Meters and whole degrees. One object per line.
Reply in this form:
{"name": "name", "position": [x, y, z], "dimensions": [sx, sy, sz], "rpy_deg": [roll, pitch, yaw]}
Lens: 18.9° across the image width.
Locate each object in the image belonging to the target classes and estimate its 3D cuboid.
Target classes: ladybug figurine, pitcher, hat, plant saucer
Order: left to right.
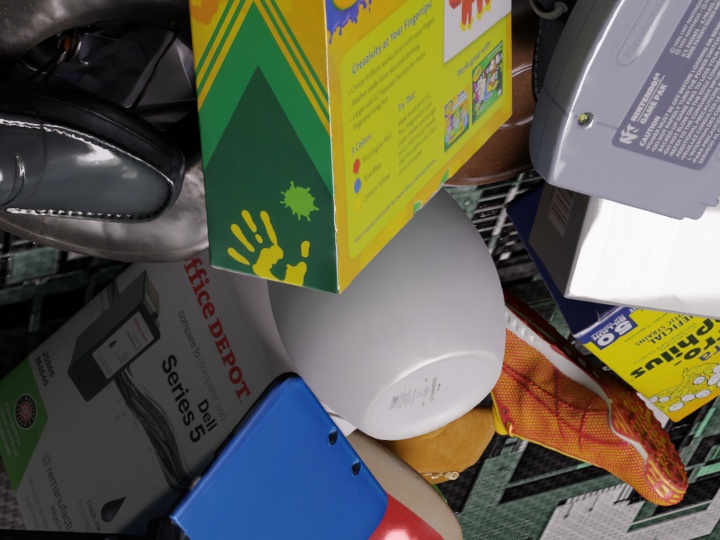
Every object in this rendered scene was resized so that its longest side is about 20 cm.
{"name": "hat", "position": [-0.123, -0.097, 1.065], "dimensions": [0.199, 0.081, 0.202], "rpy_deg": [-7, 132, -8]}
{"name": "ladybug figurine", "position": [-0.025, 0.154, 1.417], "dimensions": [0.072, 0.199, 0.136], "rpy_deg": [-56, 165, -32]}
{"name": "pitcher", "position": [0.000, 0.000, 1.190], "dimensions": [0.120, 0.201, 0.172], "rpy_deg": [-18, 150, -12]}
{"name": "plant saucer", "position": [0.090, -0.111, 1.257], "dimensions": [0.199, 0.032, 0.201], "rpy_deg": [-19, 149, -12]}

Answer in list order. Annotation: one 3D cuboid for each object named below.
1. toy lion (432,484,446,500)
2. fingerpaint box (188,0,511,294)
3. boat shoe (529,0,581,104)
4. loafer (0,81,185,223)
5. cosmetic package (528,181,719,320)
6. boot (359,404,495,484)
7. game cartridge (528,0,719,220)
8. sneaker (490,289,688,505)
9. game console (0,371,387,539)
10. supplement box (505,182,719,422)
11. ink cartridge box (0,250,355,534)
{"name": "toy lion", "position": [-0.030, 0.213, 1.635], "dimensions": [0.192, 0.069, 0.200], "rpy_deg": [-42, 147, 12]}
{"name": "fingerpaint box", "position": [0.000, -0.113, 0.989], "dimensions": [0.200, 0.073, 0.168], "rpy_deg": [-47, 141, -50]}
{"name": "boat shoe", "position": [0.099, -0.164, 1.124], "dimensions": [0.092, 0.075, 0.202], "rpy_deg": [-3, 121, -25]}
{"name": "loafer", "position": [-0.176, -0.052, 0.987], "dimensions": [0.199, 0.071, 0.068], "rpy_deg": [14, 129, -19]}
{"name": "cosmetic package", "position": [0.213, -0.032, 1.266], "dimensions": [0.198, 0.090, 0.108], "rpy_deg": [9, 111, -16]}
{"name": "boot", "position": [0.035, 0.097, 1.483], "dimensions": [0.143, 0.071, 0.201], "rpy_deg": [0, 153, -27]}
{"name": "game cartridge", "position": [0.173, -0.124, 1.117], "dimensions": [0.132, 0.041, 0.201], "rpy_deg": [11, 119, -36]}
{"name": "sneaker", "position": [0.136, 0.094, 1.439], "dimensions": [0.077, 0.200, 0.073], "rpy_deg": [-55, 154, 13]}
{"name": "game console", "position": [-0.095, 0.146, 1.228], "dimensions": [0.169, 0.119, 0.200], "rpy_deg": [0, 152, 19]}
{"name": "supplement box", "position": [0.198, 0.005, 1.438], "dimensions": [0.108, 0.110, 0.200], "rpy_deg": [-34, 149, 13]}
{"name": "ink cartridge box", "position": [-0.114, 0.082, 1.277], "dimensions": [0.200, 0.146, 0.084], "rpy_deg": [-40, 145, 21]}
